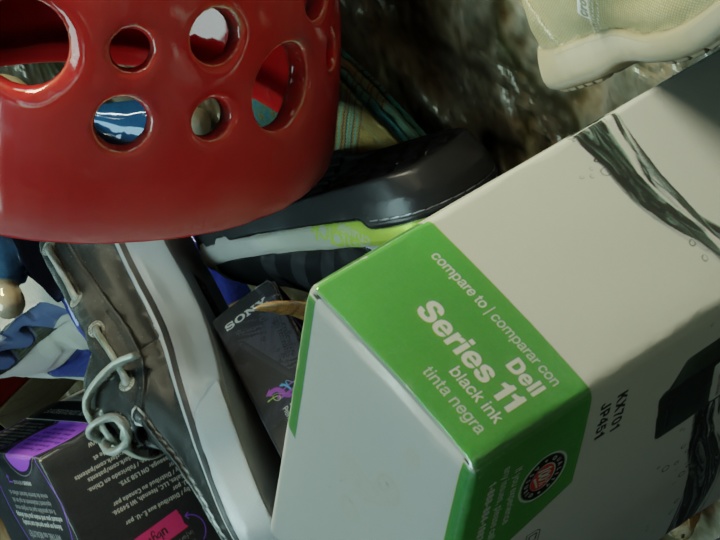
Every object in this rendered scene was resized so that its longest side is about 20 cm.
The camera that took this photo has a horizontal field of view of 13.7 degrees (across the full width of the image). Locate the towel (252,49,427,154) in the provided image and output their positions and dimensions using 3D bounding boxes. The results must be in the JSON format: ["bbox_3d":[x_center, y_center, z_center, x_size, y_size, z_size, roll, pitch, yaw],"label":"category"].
[{"bbox_3d":[0.010,-0.018,1.263,0.200,0.022,0.147,47,151,28],"label":"towel"}]

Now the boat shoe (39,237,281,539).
[{"bbox_3d":[-0.082,0.047,1.213,0.200,0.068,0.074,63,-171,31],"label":"boat shoe"}]

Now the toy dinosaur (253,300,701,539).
[{"bbox_3d":[0.041,0.046,1.155,0.200,0.061,0.106,23,153,-12],"label":"toy dinosaur"}]

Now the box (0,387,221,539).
[{"bbox_3d":[-0.102,0.159,1.550,0.122,0.106,0.200,-1,115,65],"label":"box"}]

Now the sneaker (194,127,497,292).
[{"bbox_3d":[0.000,0.000,1.195,0.200,0.072,0.083,-6,113,63],"label":"sneaker"}]

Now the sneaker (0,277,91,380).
[{"bbox_3d":[-0.129,0.005,1.488,0.199,0.115,0.081,-23,73,35],"label":"sneaker"}]

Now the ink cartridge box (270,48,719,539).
[{"bbox_3d":[0.077,0.027,0.966,0.083,0.200,0.147,46,152,25],"label":"ink cartridge box"}]

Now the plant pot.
[{"bbox_3d":[-0.102,-0.130,1.154,0.200,0.200,0.183,32,125,47],"label":"plant pot"}]

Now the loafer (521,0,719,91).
[{"bbox_3d":[0.097,-0.106,0.942,0.068,0.076,0.200,58,156,-5],"label":"loafer"}]

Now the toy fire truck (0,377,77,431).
[{"bbox_3d":[-0.240,-0.021,1.588,0.176,0.129,0.200,44,178,36],"label":"toy fire truck"}]

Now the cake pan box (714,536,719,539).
[{"bbox_3d":[0.151,0.173,0.967,0.052,0.200,0.185,2,114,65],"label":"cake pan box"}]

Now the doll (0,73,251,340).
[{"bbox_3d":[-0.118,-0.023,1.384,0.200,0.136,0.048,45,-175,27],"label":"doll"}]

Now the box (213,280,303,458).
[{"bbox_3d":[0.022,0.108,1.212,0.200,0.036,0.143,52,-175,-44],"label":"box"}]
